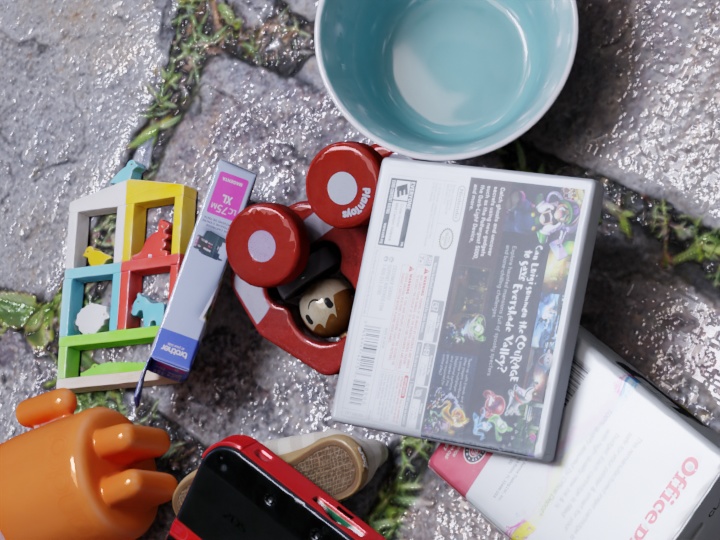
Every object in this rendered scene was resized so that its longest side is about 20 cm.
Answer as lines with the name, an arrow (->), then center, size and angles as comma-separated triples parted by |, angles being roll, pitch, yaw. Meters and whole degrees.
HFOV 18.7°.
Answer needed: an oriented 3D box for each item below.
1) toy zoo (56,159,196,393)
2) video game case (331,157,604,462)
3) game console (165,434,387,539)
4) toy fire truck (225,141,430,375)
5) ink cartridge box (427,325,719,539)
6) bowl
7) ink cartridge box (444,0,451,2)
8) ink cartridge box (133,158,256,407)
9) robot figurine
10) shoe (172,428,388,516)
toy zoo -> -0.202, 0.002, 1.893 | 0.130, 0.020, 0.202 | -6, 73, 33
video game case -> 0.076, 0.025, 1.581 | 0.180, 0.023, 0.202 | 8, 83, 33
game console -> -0.070, 0.244, 1.693 | 0.199, 0.031, 0.178 | 35, 113, 26
toy fire truck -> 0.000, 0.000, 1.711 | 0.199, 0.112, 0.169 | -36, 79, 19
ink cartridge box -> 0.168, 0.144, 1.558 | 0.200, 0.083, 0.146 | 40, 100, 35
bowl -> 0.071, -0.171, 1.682 | 0.199, 0.105, 0.203 | -2, 80, 9
ink cartridge box -> 0.042, -0.300, 1.805 | 0.094, 0.037, 0.202 | -10, 73, 33
ink cartridge box -> -0.136, 0.018, 1.778 | 0.042, 0.119, 0.202 | 21, 80, -4
robot figurine -> -0.247, 0.182, 1.813 | 0.199, 0.117, 0.145 | -22, 109, 28
shoe -> -0.064, 0.170, 1.736 | 0.199, 0.053, 0.071 | -18, 96, 34
